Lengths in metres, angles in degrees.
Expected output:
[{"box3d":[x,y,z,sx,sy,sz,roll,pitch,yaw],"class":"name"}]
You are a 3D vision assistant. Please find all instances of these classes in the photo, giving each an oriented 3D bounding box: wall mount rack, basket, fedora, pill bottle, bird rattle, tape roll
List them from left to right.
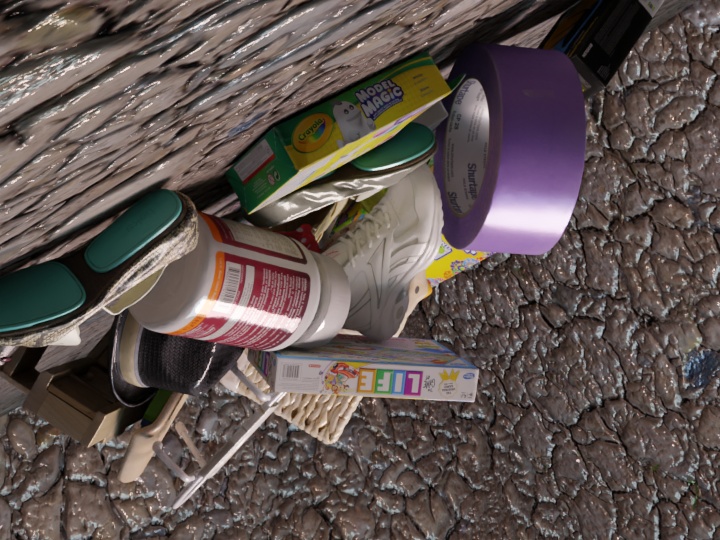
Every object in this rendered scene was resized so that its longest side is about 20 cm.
[{"box3d":[-0.162,0.049,1.339,0.201,0.091,0.201,19,90,-73],"class":"fedora"},{"box3d":[-0.145,0.152,1.444,0.200,0.075,0.174,-46,177,2],"class":"wall mount rack"},{"box3d":[-0.106,0.014,1.233,0.109,0.110,0.200,-31,152,31],"class":"pill bottle"},{"box3d":[-0.053,0.092,1.667,0.199,0.161,0.200,-59,176,-6],"class":"basket"},{"box3d":[0.000,0.000,1.423,0.200,0.163,0.113,-40,-150,-23],"class":"bird rattle"},{"box3d":[0.140,-0.117,1.327,0.085,0.201,0.200,3,171,-14],"class":"tape roll"}]

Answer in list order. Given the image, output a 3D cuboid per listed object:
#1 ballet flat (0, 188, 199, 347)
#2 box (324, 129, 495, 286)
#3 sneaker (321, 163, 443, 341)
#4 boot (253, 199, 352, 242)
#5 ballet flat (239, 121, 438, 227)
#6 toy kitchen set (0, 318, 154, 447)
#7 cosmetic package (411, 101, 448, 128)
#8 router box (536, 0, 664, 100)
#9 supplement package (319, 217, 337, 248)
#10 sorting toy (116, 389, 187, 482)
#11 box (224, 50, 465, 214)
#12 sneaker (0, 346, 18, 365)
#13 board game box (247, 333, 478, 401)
[{"box3d":[-0.206,0.013,1.043,0.200,0.068,0.075,-33,144,-15],"class":"ballet flat"},{"box3d":[0.087,-0.096,1.602,0.193,0.122,0.200,-31,-153,52],"class":"box"},{"box3d":[0.013,-0.018,1.329,0.099,0.078,0.200,6,119,-26],"class":"sneaker"},{"box3d":[-0.072,-0.052,1.547,0.200,0.073,0.155,-57,177,12],"class":"boot"},{"box3d":[-0.022,-0.088,1.271,0.199,0.067,0.064,-17,142,-23],"class":"ballet flat"},{"box3d":[-0.280,0.056,1.437,0.181,0.163,0.200,-59,175,7],"class":"toy kitchen set"},{"box3d":[-0.017,-0.116,1.379,0.200,0.052,0.151,-31,179,-5],"class":"cosmetic package"},{"box3d":[0.235,-0.235,1.461,0.149,0.051,0.200,-32,-163,52],"class":"router box"},{"box3d":[-0.025,-0.078,1.818,0.114,0.110,0.200,-30,180,-12],"class":"supplement package"},{"box3d":[-0.198,0.126,1.495,0.200,0.036,0.185,-56,179,-29],"class":"sorting toy"},{"box3d":[-0.009,-0.124,1.181,0.200,0.048,0.117,-28,178,-31],"class":"box"},{"box3d":[-0.335,0.111,1.196,0.200,0.116,0.076,-30,180,0],"class":"sneaker"},{"box3d":[-0.001,0.092,1.349,0.199,0.034,0.134,5,-172,-16],"class":"board game box"}]
